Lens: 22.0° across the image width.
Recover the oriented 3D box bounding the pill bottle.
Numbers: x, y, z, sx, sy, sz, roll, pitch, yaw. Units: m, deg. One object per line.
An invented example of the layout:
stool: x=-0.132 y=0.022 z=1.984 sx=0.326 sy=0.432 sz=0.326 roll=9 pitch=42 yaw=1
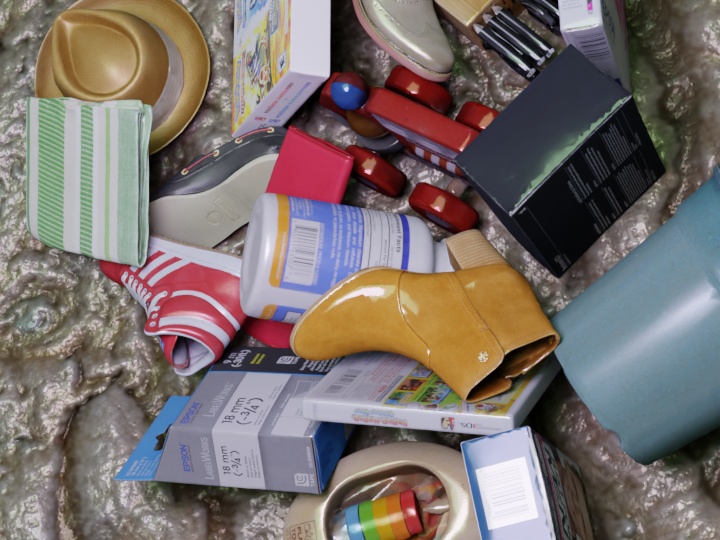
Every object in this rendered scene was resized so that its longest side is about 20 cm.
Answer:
pill bottle: x=0.000 y=0.000 z=1.644 sx=0.200 sy=0.112 sz=0.112 roll=9 pitch=75 yaw=-12

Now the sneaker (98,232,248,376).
sneaker: x=-0.188 y=0.032 z=1.724 sx=0.200 sy=0.071 sz=0.113 roll=8 pitch=57 yaw=37

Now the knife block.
knife block: x=0.101 y=-0.250 z=1.743 sx=0.200 sy=0.064 sz=0.176 roll=-5 pitch=72 yaw=17

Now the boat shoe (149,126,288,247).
boat shoe: x=-0.144 y=-0.072 z=1.776 sx=0.201 sy=0.074 sz=0.063 roll=-26 pitch=39 yaw=17

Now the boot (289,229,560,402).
boot: x=0.052 y=0.058 z=1.532 sx=0.201 sy=0.071 sz=0.144 roll=-28 pitch=50 yaw=-2

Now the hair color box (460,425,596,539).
hair color box: x=0.143 y=0.196 z=1.520 sx=0.060 sy=0.200 sz=0.100 roll=-16 pitch=72 yaw=13

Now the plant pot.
plant pot: x=0.274 y=0.048 z=1.535 sx=0.196 sy=0.200 sz=0.200 roll=-35 pitch=66 yaw=14

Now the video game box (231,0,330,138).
video game box: x=-0.076 y=-0.245 z=1.746 sx=0.047 sy=0.182 sz=0.200 roll=6 pitch=72 yaw=-17

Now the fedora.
fedora: x=-0.250 y=-0.205 z=1.837 sx=0.200 sy=0.082 sz=0.201 roll=-5 pitch=72 yaw=17

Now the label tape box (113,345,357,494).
label tape box: x=-0.110 y=0.129 z=1.658 sx=0.200 sy=0.144 sz=0.063 roll=1 pitch=119 yaw=18

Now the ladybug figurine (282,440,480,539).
ladybug figurine: x=0.027 y=0.223 z=1.622 sx=0.200 sy=0.072 sz=0.136 roll=-14 pitch=69 yaw=14

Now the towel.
towel: x=-0.261 y=-0.090 z=1.770 sx=0.200 sy=0.023 sz=0.153 roll=10 pitch=100 yaw=48

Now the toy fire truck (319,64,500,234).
toy fire truck: x=0.046 y=-0.126 z=1.667 sx=0.200 sy=0.168 sz=0.112 roll=29 pitch=85 yaw=25

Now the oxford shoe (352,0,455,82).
oxford shoe: x=0.033 y=-0.263 z=1.702 sx=0.074 sy=0.071 sz=0.200 roll=-44 pitch=72 yaw=36

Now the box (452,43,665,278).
box: x=0.175 y=-0.090 z=1.595 sx=0.141 sy=0.200 sz=0.079 roll=-47 pitch=67 yaw=0

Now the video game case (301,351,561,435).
video game case: x=0.069 y=0.092 z=1.591 sx=0.182 sy=0.200 sz=0.023 roll=3 pitch=107 yaw=20

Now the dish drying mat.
dish drying mat: x=-0.066 y=-0.028 z=1.715 sx=0.077 sy=0.018 sz=0.200 roll=29 pitch=109 yaw=26

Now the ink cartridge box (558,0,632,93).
ink cartridge box: x=0.204 y=-0.265 z=1.641 sx=0.043 sy=0.196 sz=0.200 roll=-6 pitch=73 yaw=15
